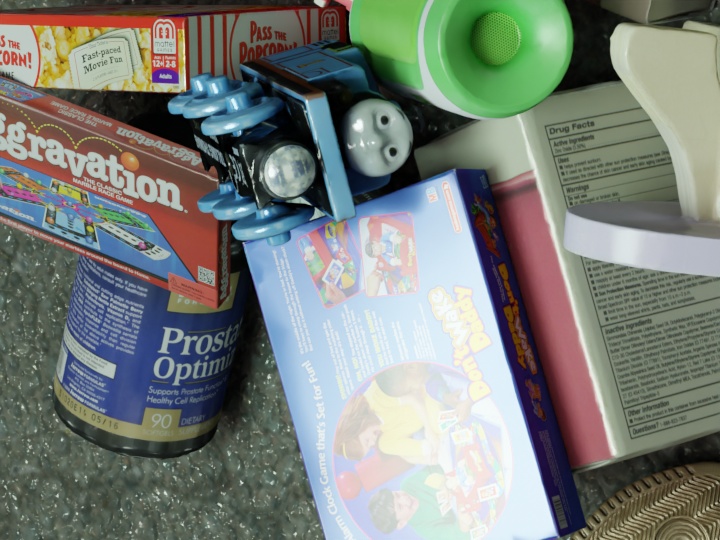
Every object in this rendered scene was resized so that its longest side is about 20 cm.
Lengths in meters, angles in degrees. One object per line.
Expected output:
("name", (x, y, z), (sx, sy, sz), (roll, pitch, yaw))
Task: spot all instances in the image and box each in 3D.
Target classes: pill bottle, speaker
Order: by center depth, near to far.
("speaker", (0.051, -0.130, 1.461), (0.200, 0.088, 0.089), (-148, 49, -75))
("pill bottle", (-0.126, 0.008, 1.712), (0.111, 0.112, 0.201), (26, 116, 26))

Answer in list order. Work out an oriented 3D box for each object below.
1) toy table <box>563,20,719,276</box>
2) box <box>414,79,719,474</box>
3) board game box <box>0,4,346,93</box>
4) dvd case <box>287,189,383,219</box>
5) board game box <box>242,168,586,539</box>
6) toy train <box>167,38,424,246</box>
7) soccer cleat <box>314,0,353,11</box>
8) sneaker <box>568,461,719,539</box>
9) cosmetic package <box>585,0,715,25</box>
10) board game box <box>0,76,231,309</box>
("toy table", (0.207, -0.062, 1.398), (0.183, 0.199, 0.118), (20, 106, 55))
("box", (0.130, 0.005, 1.501), (0.109, 0.127, 0.201), (-22, 81, 55))
("board game box", (-0.131, -0.136, 1.643), (0.199, 0.151, 0.047), (4, 99, 37))
("dvd case", (0.000, 0.000, 1.598), (0.200, 0.022, 0.147), (41, 151, 47))
("board game box", (0.028, 0.061, 1.458), (0.134, 0.045, 0.201), (-18, 85, 24))
("toy train", (-0.035, -0.074, 1.470), (0.200, 0.114, 0.087), (-147, 39, -74))
("soccer cleat", (-0.009, -0.196, 1.611), (0.199, 0.067, 0.077), (26, 106, 27))
("sneaker", (0.150, 0.183, 1.606), (0.200, 0.108, 0.070), (-37, 77, 5))
("cosmetic package", (0.107, -0.219, 1.508), (0.199, 0.087, 0.104), (24, 113, 27))
("board game box", (-0.167, -0.053, 1.618), (0.199, 0.019, 0.103), (21, 134, 19))
